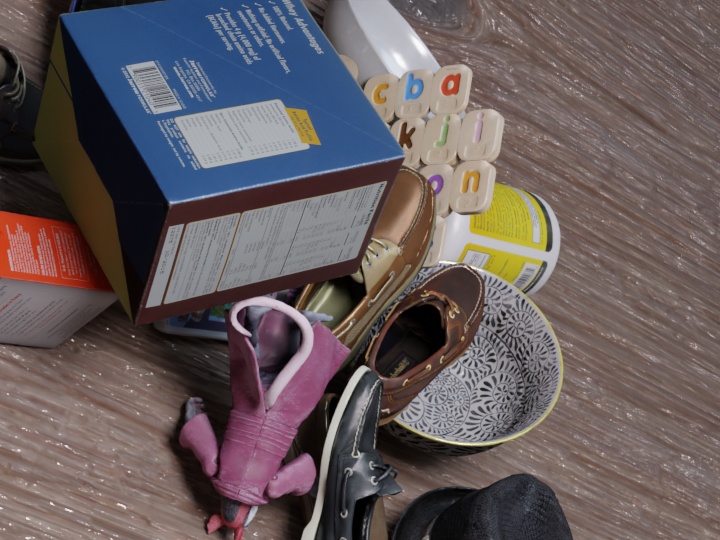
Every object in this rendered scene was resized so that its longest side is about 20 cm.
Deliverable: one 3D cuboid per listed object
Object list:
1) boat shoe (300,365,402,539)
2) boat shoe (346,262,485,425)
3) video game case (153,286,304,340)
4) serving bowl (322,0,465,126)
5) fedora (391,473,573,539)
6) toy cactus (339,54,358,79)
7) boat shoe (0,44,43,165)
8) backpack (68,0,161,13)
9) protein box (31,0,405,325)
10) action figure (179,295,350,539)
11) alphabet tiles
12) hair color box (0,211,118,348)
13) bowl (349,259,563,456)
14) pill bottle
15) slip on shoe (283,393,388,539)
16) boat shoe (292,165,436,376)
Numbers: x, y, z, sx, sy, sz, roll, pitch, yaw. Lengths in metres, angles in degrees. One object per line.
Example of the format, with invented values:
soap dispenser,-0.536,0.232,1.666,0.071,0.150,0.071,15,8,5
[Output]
boat shoe,0.000,0.180,1.541,0.074,0.066,0.200,23,82,-73
boat shoe,0.056,0.054,1.642,0.070,0.070,0.200,30,47,9
video game case,-0.076,-0.026,1.640,0.200,0.023,0.183,10,97,-45
serving bowl,0.024,-0.193,1.903,0.200,0.066,0.200,48,19,-22
fedora,0.123,0.237,1.595,0.200,0.092,0.201,20,37,-16
toy cactus,-0.048,-0.137,1.735,0.102,0.165,0.200,-11,64,-24
boat shoe,-0.301,-0.139,1.518,0.200,0.073,0.075,13,55,-42
backpack,-0.164,-0.199,1.630,0.154,0.199,0.191,63,43,-61
protein box,-0.110,-0.093,1.437,0.200,0.135,0.199,-13,55,-31
action figure,-0.072,0.125,1.510,0.134,0.149,0.201,16,86,-7
alphabet tiles,0.040,-0.092,1.748,0.015,0.200,0.196,28,65,-49
hair color box,-0.286,0.003,1.410,0.200,0.101,0.061,9,56,-45
bowl,0.074,0.097,1.722,0.200,0.094,0.201,8,51,-10
pill bottle,0.091,-0.038,1.846,0.200,0.112,0.113,12,55,-43
slip on shoe,-0.007,0.199,1.609,0.076,0.061,0.201,-2,65,-48
boat shoe,0.000,0.000,1.636,0.076,0.200,0.074,25,-9,19
